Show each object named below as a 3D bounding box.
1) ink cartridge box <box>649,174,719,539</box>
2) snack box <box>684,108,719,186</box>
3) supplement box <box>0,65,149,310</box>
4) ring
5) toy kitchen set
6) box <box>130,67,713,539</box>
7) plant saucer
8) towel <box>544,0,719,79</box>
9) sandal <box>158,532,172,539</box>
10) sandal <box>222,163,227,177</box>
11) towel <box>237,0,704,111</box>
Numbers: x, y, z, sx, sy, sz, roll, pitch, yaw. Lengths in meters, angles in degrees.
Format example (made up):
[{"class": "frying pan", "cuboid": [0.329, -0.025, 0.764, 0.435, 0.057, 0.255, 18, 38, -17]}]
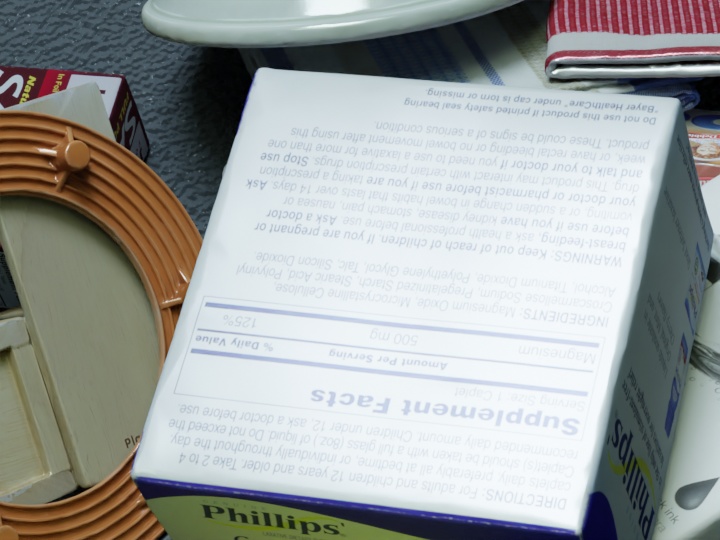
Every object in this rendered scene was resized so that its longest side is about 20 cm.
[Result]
[{"class": "ink cartridge box", "cuboid": [0.140, 0.060, 1.221, 0.200, 0.083, 0.147, -33, 55, -11]}, {"class": "snack box", "cuboid": [0.086, -0.060, 1.332, 0.200, 0.024, 0.072, 7, 24, 15]}, {"class": "supplement box", "cuboid": [-0.214, -0.044, 1.379, 0.200, 0.061, 0.109, 5, 56, 13]}, {"class": "ring", "cuboid": [-0.135, 0.032, 1.178, 0.019, 0.200, 0.200, -12, 41, 54]}, {"class": "toy kitchen set", "cuboid": [-0.178, 0.018, 1.272, 0.200, 0.163, 0.180, -21, 7, -40]}, {"class": "box", "cuboid": [0.031, 0.031, 1.148, 0.184, 0.105, 0.200, 6, 60, 19]}, {"class": "plant saucer", "cuboid": [-0.007, -0.151, 1.352, 0.200, 0.050, 0.200, -7, 17, 2]}, {"class": "towel", "cuboid": [0.165, -0.151, 1.361, 0.144, 0.023, 0.200, -1, 35, 11]}, {"class": "sandal", "cuboid": [-0.082, 0.143, 1.226, 0.200, 0.075, 0.048, -41, 90, -7]}, {"class": "sandal", "cuboid": [0.007, -0.003, 1.314, 0.079, 0.059, 0.207, -22, 32, -21]}, {"class": "towel", "cuboid": [0.047, -0.100, 1.345, 0.200, 0.024, 0.147, -10, 33, -12]}]
